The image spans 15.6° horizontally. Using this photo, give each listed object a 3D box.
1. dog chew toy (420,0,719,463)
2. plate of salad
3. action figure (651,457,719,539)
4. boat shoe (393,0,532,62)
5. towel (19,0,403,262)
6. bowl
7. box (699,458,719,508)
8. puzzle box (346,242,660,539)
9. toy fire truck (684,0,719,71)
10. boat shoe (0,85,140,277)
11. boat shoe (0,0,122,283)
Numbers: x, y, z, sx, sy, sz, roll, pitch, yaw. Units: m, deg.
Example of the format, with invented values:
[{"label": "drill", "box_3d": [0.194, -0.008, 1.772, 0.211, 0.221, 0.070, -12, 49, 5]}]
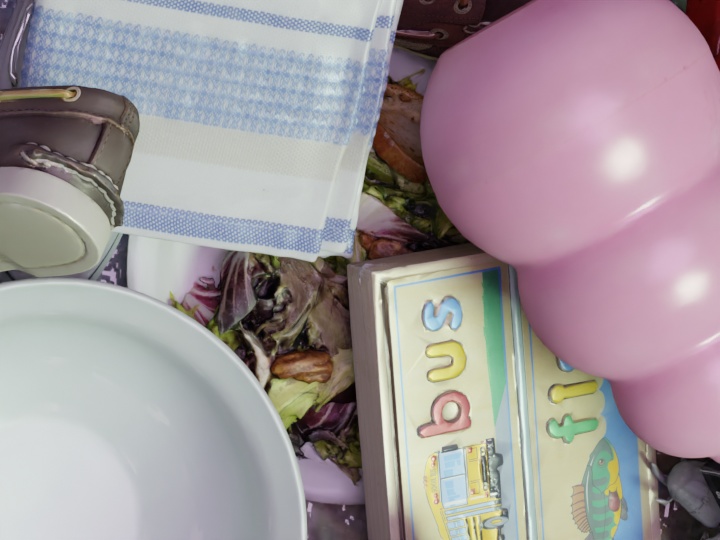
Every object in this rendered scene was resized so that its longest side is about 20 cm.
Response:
[{"label": "dog chew toy", "box_3d": [0.109, -0.015, 1.044, 0.124, 0.125, 0.201, -30, 93, -12]}, {"label": "plate of salad", "box_3d": [0.000, 0.000, 1.120, 0.199, 0.048, 0.202, 0, 90, -14]}, {"label": "action figure", "box_3d": [0.208, 0.128, 1.152, 0.199, 0.069, 0.131, 27, 73, -18]}, {"label": "boat shoe", "box_3d": [0.025, -0.126, 1.089, 0.199, 0.072, 0.073, 9, 88, 4]}, {"label": "towel", "box_3d": [-0.055, -0.101, 1.030, 0.146, 0.024, 0.201, 7, 114, -12]}, {"label": "bowl", "box_3d": [-0.127, 0.103, 1.066, 0.200, 0.090, 0.203, 0, 90, -13]}, {"label": "box", "box_3d": [0.245, 0.128, 1.109, 0.143, 0.036, 0.201, -33, 106, -18]}, {"label": "puzzle box", "box_3d": [0.064, 0.085, 1.116, 0.132, 0.025, 0.201, -10, 103, -23]}, {"label": "toy fire truck", "box_3d": [0.197, -0.103, 1.147, 0.167, 0.112, 0.202, 8, 88, -32]}, {"label": "boat shoe", "box_3d": [-0.162, -0.036, 1.021, 0.072, 0.199, 0.060, 42, 60, -36]}, {"label": "boat shoe", "box_3d": [-0.118, -0.087, 1.082, 0.073, 0.067, 0.202, 7, 88, -13]}]
